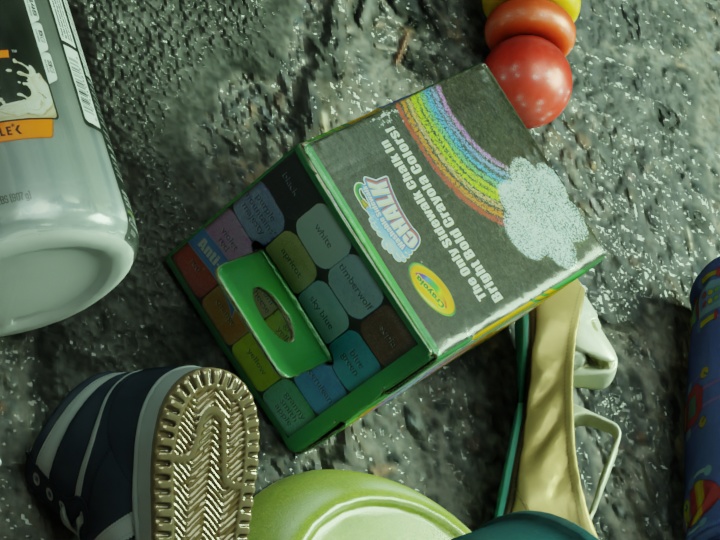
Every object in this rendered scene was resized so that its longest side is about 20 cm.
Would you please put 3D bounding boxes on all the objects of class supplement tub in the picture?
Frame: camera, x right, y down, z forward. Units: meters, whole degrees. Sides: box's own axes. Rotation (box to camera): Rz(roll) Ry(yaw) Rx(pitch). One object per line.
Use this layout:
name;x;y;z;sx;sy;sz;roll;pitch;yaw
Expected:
supplement tub;-0.183;-0.078;1.121;0.122;0.122;0.201;-2;64;-41

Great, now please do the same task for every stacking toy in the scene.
stacking toy;0.101;-0.171;1.472;0.085;0.085;0.201;25;56;-26

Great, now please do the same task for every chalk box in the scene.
chalk box;0.000;0.000;1.228;0.200;0.124;0.125;-27;83;-46

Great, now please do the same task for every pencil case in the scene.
pencil case;0.227;0.085;1.396;0.086;0.078;0.201;8;53;-2

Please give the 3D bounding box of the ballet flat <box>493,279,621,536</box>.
ballet flat;0.107;0.070;1.310;0.063;0.069;0.201;7;60;2

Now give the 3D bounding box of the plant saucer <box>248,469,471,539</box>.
plant saucer;0.018;0.182;1.188;0.199;0.031;0.201;22;51;-30

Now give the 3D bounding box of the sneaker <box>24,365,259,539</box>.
sneaker;-0.105;0.139;1.093;0.070;0.108;0.201;13;85;-37

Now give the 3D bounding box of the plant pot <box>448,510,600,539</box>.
plant pot;0.013;0.218;1.021;0.187;0.200;0.201;-11;70;-30
